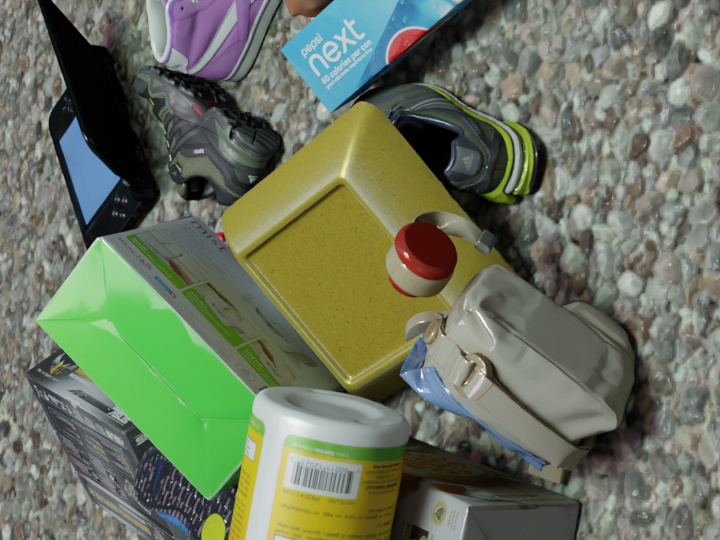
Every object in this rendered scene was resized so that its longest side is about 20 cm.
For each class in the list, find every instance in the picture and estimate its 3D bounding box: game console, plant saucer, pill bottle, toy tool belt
[{"bbox_3d":[-0.286,-0.138,1.734,0.176,0.116,0.201,-47,51,36],"label":"game console"},{"bbox_3d":[-0.001,0.002,1.333,0.200,0.048,0.200,49,133,-6],"label":"plant saucer"},{"bbox_3d":[-0.037,0.190,1.213,0.111,0.110,0.202,19,101,50],"label":"pill bottle"},{"bbox_3d":[0.084,0.065,1.223,0.199,0.125,0.123,34,132,-1],"label":"toy tool belt"}]

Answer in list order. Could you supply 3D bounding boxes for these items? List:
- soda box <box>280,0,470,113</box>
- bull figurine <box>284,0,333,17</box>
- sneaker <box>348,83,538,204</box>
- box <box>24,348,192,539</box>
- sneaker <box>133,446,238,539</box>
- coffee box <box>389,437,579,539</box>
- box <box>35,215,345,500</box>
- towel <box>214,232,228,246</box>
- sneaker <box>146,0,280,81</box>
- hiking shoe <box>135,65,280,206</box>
[{"bbox_3d":[0.033,-0.210,1.367,0.200,0.064,0.068,-37,92,37],"label":"soda box"},{"bbox_3d":[-0.023,-0.264,1.404,0.122,0.065,0.200,-52,4,-11],"label":"bull figurine"},{"bbox_3d":[0.047,-0.106,1.350,0.199,0.080,0.075,21,101,50],"label":"sneaker"},{"bbox_3d":[-0.211,0.167,1.585,0.199,0.048,0.159,20,139,53],"label":"box"},{"bbox_3d":[-0.107,0.198,1.417,0.200,0.078,0.066,27,95,52],"label":"sneaker"},{"bbox_3d":[0.047,0.181,1.288,0.199,0.114,0.081,15,97,50],"label":"coffee box"},{"bbox_3d":[-0.126,0.061,1.401,0.200,0.176,0.097,44,108,8],"label":"box"},{"bbox_3d":[-0.161,0.069,1.629,0.144,0.022,0.202,-5,82,51],"label":"towel"},{"bbox_3d":[-0.125,-0.267,1.558,0.073,0.114,0.202,37,112,48],"label":"sneaker"},{"bbox_3d":[-0.158,-0.119,1.607,0.200,0.075,0.101,38,111,45],"label":"hiking shoe"}]
